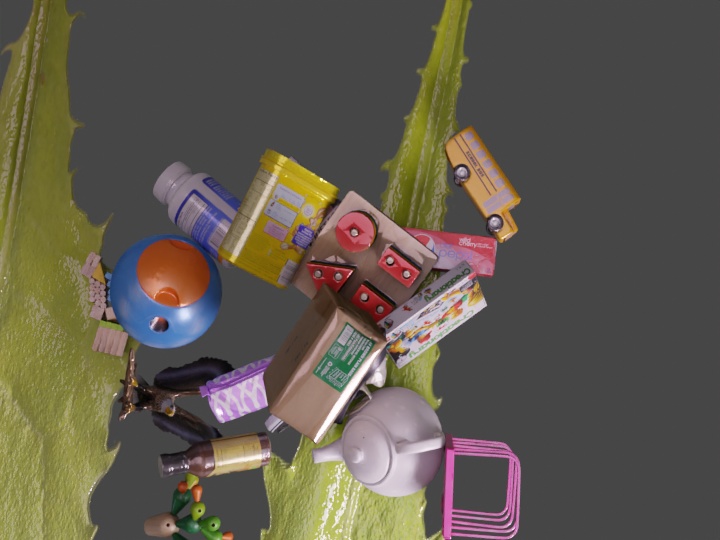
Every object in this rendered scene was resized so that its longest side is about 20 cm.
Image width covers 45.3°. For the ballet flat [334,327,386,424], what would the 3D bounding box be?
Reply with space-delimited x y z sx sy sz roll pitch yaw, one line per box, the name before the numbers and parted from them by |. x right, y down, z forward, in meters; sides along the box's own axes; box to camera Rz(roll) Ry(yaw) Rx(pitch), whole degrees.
ballet flat | 0.001 0.183 1.447 0.073 0.073 0.201 40 109 9

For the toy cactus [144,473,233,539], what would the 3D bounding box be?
toy cactus | -0.319 0.457 1.581 0.162 0.102 0.204 -12 87 26

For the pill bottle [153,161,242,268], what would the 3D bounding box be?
pill bottle | -0.283 -0.107 1.592 0.199 0.112 0.113 39 92 9

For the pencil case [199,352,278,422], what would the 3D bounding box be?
pencil case | -0.175 0.195 1.520 0.197 0.086 0.085 -26 58 -3

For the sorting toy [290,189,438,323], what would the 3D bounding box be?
sorting toy | 0.000 0.000 1.508 0.198 0.070 0.201 37 101 3

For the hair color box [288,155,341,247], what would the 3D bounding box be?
hair color box | -0.084 -0.104 1.590 0.200 0.061 0.100 43 93 9

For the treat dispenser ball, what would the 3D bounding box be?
treat dispenser ball | -0.347 0.037 1.546 0.197 0.201 0.205 -1 86 8

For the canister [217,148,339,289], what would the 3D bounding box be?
canister | -0.145 -0.087 1.503 0.147 0.086 0.202 28 90 -25

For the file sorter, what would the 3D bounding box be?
file sorter | 0.200 0.361 1.452 0.123 0.200 0.142 3 86 5

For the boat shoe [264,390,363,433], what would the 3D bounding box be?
boat shoe | -0.082 0.245 1.527 0.199 0.072 0.072 -34 85 21

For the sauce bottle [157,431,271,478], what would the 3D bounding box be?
sauce bottle | -0.260 0.332 1.539 0.197 0.065 0.066 -4 85 -24

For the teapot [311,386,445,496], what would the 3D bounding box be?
teapot | 0.039 0.298 1.469 0.197 0.145 0.202 41 118 31

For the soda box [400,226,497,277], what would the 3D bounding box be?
soda box | 0.144 -0.034 1.554 0.196 0.063 0.071 7 87 9

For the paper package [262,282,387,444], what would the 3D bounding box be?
paper package | -0.063 0.145 1.390 0.103 0.191 0.201 33 95 -15

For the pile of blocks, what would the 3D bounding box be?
pile of blocks | -0.478 0.064 1.638 0.081 0.062 0.204 -9 89 -12

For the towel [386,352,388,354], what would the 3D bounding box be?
towel | -0.038 0.150 1.580 0.148 0.036 0.201 39 91 8

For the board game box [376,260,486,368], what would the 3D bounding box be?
board game box | 0.123 0.079 1.508 0.199 0.127 0.035 -36 56 -2

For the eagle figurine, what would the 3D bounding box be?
eagle figurine | -0.340 0.240 1.585 0.197 0.152 0.153 10 131 -24

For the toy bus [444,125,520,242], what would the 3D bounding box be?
toy bus | 0.223 -0.152 1.551 0.078 0.065 0.202 -33 82 3
